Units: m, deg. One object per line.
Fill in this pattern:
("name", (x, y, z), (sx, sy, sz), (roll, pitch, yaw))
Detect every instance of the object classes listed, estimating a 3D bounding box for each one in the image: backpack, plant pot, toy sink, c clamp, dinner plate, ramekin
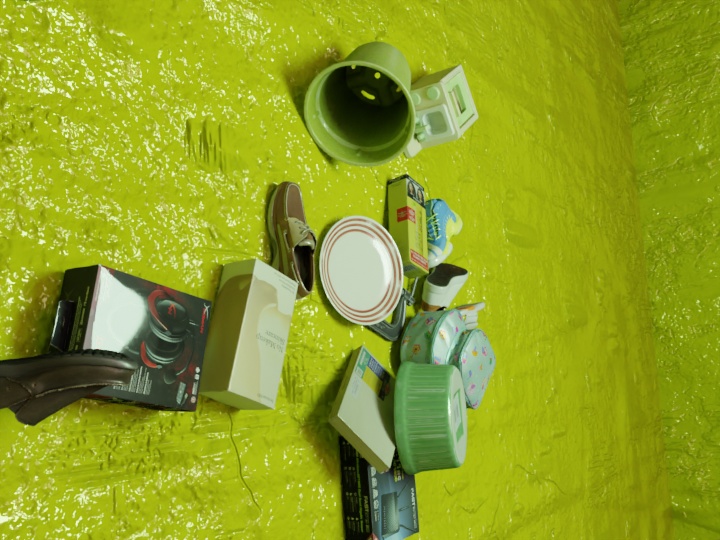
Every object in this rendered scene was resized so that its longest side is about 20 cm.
("backpack", (0.173, 0.179, 1.459), (0.201, 0.153, 0.176), (55, 48, -26))
("plant pot", (0.015, -0.322, 1.329), (0.201, 0.199, 0.185), (59, 29, -28))
("toy sink", (0.165, -0.350, 1.587), (0.200, 0.111, 0.131), (-45, 119, -49))
("c clamp", (0.049, 0.046, 1.421), (0.200, 0.027, 0.172), (30, 64, -50))
("dinner plate", (0.000, 0.000, 1.331), (0.199, 0.024, 0.202), (9, 76, -37))
("ramekin", (0.130, 0.262, 1.301), (0.200, 0.097, 0.202), (-5, 90, -74))

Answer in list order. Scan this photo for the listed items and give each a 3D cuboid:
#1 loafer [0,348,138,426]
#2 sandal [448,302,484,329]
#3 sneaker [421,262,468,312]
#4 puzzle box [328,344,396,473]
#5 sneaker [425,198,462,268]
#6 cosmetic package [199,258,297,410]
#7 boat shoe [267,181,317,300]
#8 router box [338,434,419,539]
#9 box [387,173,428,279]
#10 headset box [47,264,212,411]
("loafer", (-0.334, 0.124, 0.759), (0.073, 0.198, 0.072), (169, -84, -80))
("sandal", (0.230, 0.111, 1.610), (0.206, 0.079, 0.060), (-10, 88, -57))
("sneaker", (0.175, 0.040, 1.577), (0.200, 0.072, 0.085), (-27, 135, -59))
("puzzle box", (0.018, 0.235, 1.257), (0.133, 0.025, 0.200), (47, 29, -13))
("sneaker", (0.152, -0.087, 1.562), (0.105, 0.075, 0.200), (54, 35, -16))
("cosmetic package", (-0.164, 0.095, 1.067), (0.105, 0.071, 0.201), (33, 57, -47))
("boat shoe", (-0.103, -0.048, 1.182), (0.076, 0.071, 0.202), (6, 78, -54))
("router box", (0.035, 0.382, 1.294), (0.149, 0.062, 0.202), (5, 79, -55))
("box", (0.095, -0.089, 1.464), (0.075, 0.050, 0.201), (32, 50, -46))
("headset box", (-0.288, 0.087, 0.890), (0.200, 0.075, 0.150), (26, 64, -49))
